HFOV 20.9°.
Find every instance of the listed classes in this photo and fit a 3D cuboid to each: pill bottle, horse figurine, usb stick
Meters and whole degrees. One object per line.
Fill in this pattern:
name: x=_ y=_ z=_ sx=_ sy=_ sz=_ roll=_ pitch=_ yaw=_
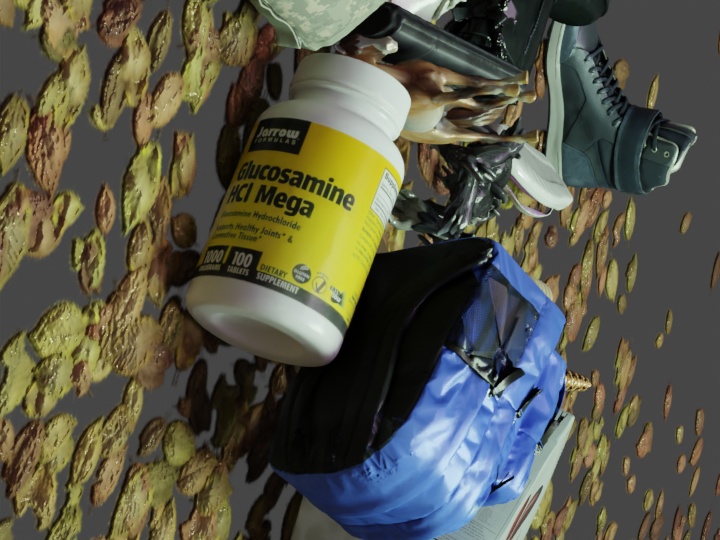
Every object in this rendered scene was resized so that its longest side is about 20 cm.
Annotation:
pill bottle: x=-0.037 y=-0.044 z=1.352 sx=0.200 sy=0.112 sz=0.112 roll=-70 pitch=154 yaw=-19
horse figurine: x=0.061 y=-0.127 z=1.442 sx=0.200 sy=0.132 sz=0.050 roll=37 pitch=56 yaw=-76
usb stick: x=0.058 y=-0.163 z=1.479 sx=0.200 sy=0.055 sz=0.033 roll=17 pitch=69 yaw=-54

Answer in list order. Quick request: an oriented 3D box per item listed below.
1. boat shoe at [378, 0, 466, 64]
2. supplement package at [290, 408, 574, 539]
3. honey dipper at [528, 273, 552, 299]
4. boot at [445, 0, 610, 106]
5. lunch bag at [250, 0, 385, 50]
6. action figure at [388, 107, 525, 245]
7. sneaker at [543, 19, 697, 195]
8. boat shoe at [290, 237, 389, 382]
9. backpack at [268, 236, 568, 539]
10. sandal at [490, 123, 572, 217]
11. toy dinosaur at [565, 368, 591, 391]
boat shoe: x=0.055 y=-0.232 z=1.511 sx=0.200 sy=0.070 sz=0.071 roll=-61 pitch=150 yaw=-26
supplement package: x=0.045 y=0.202 z=1.541 sx=0.200 sy=0.147 sz=0.191 roll=-52 pitch=164 yaw=-44
honey dipper: x=0.130 y=0.005 z=1.835 sx=0.200 sy=0.038 sz=0.038 roll=31 pitch=73 yaw=-61
boot: x=0.149 y=-0.222 z=1.722 sx=0.198 sy=0.073 sz=0.163 roll=46 pitch=57 yaw=-53
lunch bag: x=-0.024 y=-0.257 z=1.284 sx=0.200 sy=0.118 sz=0.164 roll=-67 pitch=154 yaw=-10
action figure: x=0.073 y=-0.073 z=1.584 sx=0.119 sy=0.102 sz=0.200 roll=-59 pitch=173 yaw=-13
sneaker: x=0.254 y=-0.168 z=1.889 sx=0.077 sy=0.146 sz=0.202 roll=-41 pitch=135 yaw=-51
boat shoe: x=0.003 y=0.000 z=1.502 sx=0.075 sy=0.075 sz=0.203 roll=-13 pitch=112 yaw=-64
backpack: x=0.048 y=0.098 z=1.375 sx=0.168 sy=0.162 sz=0.200 roll=45 pitch=56 yaw=-22
sandal: x=0.151 y=-0.080 z=1.813 sx=0.050 sy=0.082 sz=0.203 roll=-36 pitch=161 yaw=13
toy dinosaur: x=0.098 y=0.083 z=1.664 sx=0.200 sy=0.136 sz=0.102 roll=35 pitch=81 yaw=-20
